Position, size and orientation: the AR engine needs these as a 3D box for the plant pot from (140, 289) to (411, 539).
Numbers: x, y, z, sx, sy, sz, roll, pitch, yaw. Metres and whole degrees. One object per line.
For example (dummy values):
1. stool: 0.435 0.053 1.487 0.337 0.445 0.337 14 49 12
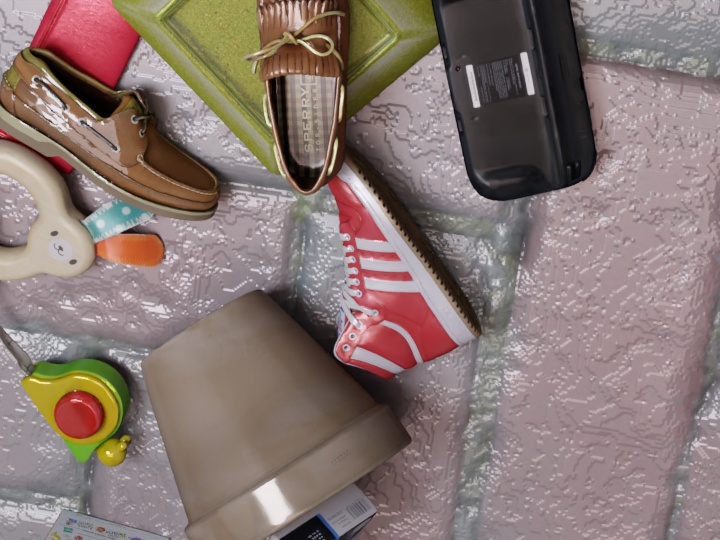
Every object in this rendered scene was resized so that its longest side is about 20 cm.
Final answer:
1. plant pot: -0.086 0.118 1.468 0.200 0.200 0.174 -33 88 17

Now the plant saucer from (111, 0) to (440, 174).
1. plant saucer: -0.061 -0.194 1.401 0.200 0.048 0.200 -39 106 18

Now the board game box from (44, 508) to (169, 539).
1. board game box: -0.241 0.305 1.539 0.105 0.200 0.103 15 111 2

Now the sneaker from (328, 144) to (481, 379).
1. sneaker: 0.000 0.000 1.462 0.112 0.071 0.200 -31 106 14

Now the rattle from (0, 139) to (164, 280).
1. rattle: -0.271 -0.024 1.454 0.200 0.143 0.130 23 104 2

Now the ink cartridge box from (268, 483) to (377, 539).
1. ink cartridge box: -0.063 0.262 1.517 0.039 0.099 0.200 47 137 15

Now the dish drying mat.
1. dish drying mat: -0.226 -0.176 1.454 0.077 0.018 0.200 29 111 -6

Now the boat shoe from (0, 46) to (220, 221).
1. boat shoe: -0.194 -0.107 1.437 0.200 0.072 0.068 26 114 -15

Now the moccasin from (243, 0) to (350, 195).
1. moccasin: -0.047 -0.156 1.347 0.073 0.078 0.202 3 112 3

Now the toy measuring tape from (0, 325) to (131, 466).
1. toy measuring tape: -0.251 0.080 1.528 0.073 0.074 0.200 -28 105 16

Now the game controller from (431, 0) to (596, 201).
1. game controller: 0.119 -0.153 1.404 0.104 0.042 0.201 -10 108 9
